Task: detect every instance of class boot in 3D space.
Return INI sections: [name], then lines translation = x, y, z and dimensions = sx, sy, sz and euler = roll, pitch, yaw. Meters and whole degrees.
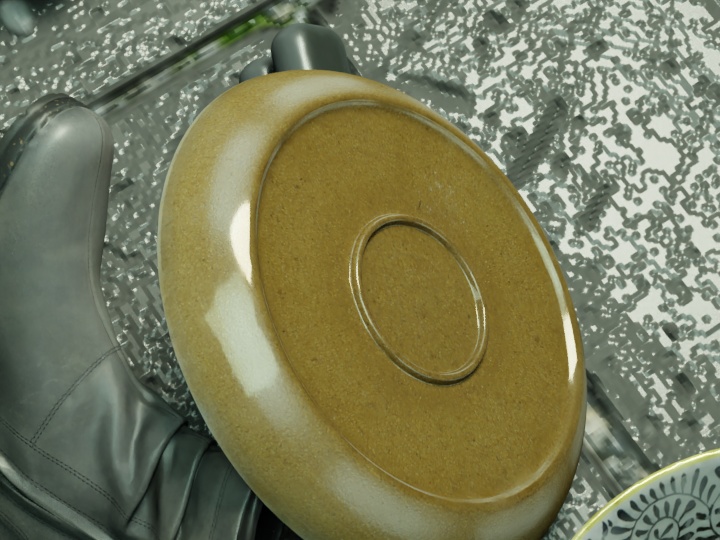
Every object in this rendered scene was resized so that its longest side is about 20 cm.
[boot]
translation = -0.078, 0.048, 0.742
dimensions = 0.131, 0.070, 0.202
euler = 20, 111, 22

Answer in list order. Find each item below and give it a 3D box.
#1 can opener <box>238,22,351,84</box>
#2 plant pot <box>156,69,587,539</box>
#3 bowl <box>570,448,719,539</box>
[can opener]
translation = 0.000, 0.000, 0.830
dimensions = 0.066, 0.053, 0.202
euler = 0, 63, -39
[plant pot]
translation = 0.015, 0.014, 0.765
dimensions = 0.199, 0.027, 0.202
euler = 23, 52, -33
[bowl]
translation = 0.144, 0.170, 0.729
dimensions = 0.199, 0.094, 0.203
euler = 0, 66, -1
